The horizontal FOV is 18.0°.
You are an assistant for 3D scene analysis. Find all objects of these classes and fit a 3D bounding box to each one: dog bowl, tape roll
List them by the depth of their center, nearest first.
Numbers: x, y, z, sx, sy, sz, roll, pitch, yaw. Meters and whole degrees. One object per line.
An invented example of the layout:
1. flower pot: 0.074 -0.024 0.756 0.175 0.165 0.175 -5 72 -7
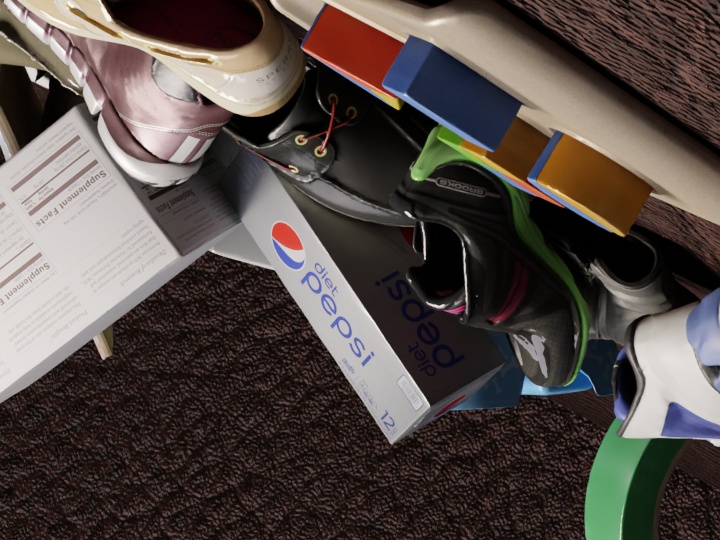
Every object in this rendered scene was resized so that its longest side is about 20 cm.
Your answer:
1. dog bowl: 0.092 0.061 1.510 0.199 0.050 0.111 -4 -178 -41
2. tape roll: 0.250 0.158 1.557 0.200 0.201 0.048 31 175 -30

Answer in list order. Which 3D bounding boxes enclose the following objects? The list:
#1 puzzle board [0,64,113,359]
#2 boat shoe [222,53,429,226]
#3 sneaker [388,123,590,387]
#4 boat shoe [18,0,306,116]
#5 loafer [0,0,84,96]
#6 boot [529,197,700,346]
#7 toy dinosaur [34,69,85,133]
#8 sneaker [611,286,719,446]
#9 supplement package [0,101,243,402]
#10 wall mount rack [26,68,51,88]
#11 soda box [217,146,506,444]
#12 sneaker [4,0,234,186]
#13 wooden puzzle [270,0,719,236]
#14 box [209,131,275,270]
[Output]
1. puzzle board: -0.217 -0.054 1.591 0.151 0.017 0.201 -104 -6 -65
2. boat shoe: -0.033 -0.087 1.329 0.201 0.074 0.063 33 -176 0
3. sneaker: 0.070 0.000 1.320 0.077 0.084 0.200 32 160 50
4. boat shoe: -0.117 -0.153 1.179 0.199 0.074 0.069 27 164 16
5. loafer: -0.197 -0.154 1.384 0.075 0.070 0.200 -6 -143 -40
6. boot: 0.135 -0.008 1.394 0.200 0.068 0.131 25 163 47
7. toy dinosaur: -0.183 -0.100 1.536 0.102 0.201 0.077 -6 178 40
8. sneaker: 0.211 0.069 1.310 0.115 0.081 0.199 -9 145 36
9. supplement package: -0.189 -0.011 1.412 0.111 0.200 0.156 54 -162 -1
10. wall mount rack: -0.214 -0.166 1.700 0.200 0.075 0.174 27 172 29
11. soda box: 0.000 0.000 1.389 0.200 0.068 0.063 56 147 11
12. sneaker: -0.127 -0.155 1.261 0.200 0.076 0.115 54 133 3
13. wooden puzzle: 0.060 -0.073 1.043 0.185 0.046 0.200 31 176 -28
14. box: -0.057 -0.052 1.598 0.124 0.098 0.200 15 -179 -17
